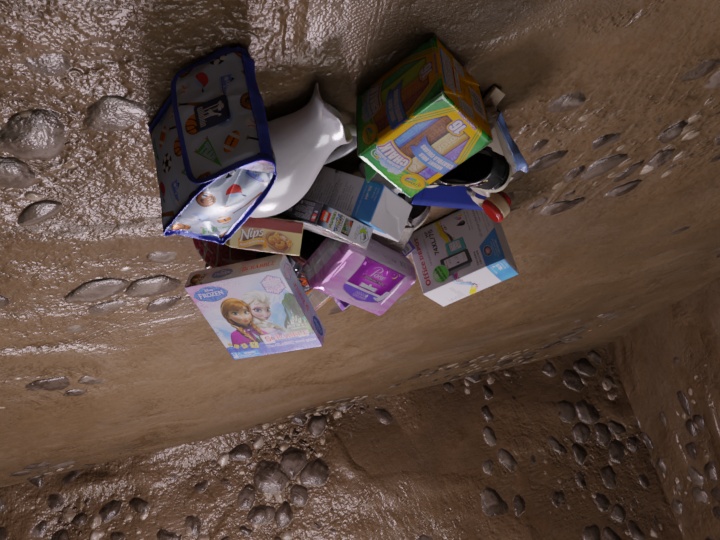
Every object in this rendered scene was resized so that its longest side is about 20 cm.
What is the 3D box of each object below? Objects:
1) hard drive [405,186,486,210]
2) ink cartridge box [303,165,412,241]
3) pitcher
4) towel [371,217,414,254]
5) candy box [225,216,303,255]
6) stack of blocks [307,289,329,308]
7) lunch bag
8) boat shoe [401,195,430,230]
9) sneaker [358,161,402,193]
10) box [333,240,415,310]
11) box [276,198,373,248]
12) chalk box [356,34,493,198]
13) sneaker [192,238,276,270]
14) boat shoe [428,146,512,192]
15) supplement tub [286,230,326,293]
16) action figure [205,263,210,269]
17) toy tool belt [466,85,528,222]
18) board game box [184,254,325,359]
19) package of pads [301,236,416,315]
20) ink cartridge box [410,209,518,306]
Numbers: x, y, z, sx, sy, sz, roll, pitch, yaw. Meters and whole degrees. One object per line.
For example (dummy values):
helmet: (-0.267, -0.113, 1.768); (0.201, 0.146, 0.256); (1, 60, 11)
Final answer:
hard drive: (0.172, -0.177, 1.159); (0.195, 0.025, 0.136); (0, 110, -37)
ink cartridge box: (-0.025, -0.122, 1.118); (0.196, 0.068, 0.115); (22, 179, 31)
pitcher: (-0.095, -0.166, 0.985); (0.198, 0.123, 0.171); (-36, 160, 15)
towel: (0.016, -0.035, 1.292); (0.129, 0.035, 0.203); (8, 134, -17)
candy box: (-0.168, -0.062, 1.101); (0.112, 0.057, 0.200); (6, -177, -16)
stack of blocks: (-0.056, 0.013, 1.453); (0.199, 0.059, 0.115); (-41, 177, 29)
lunch bag: (-0.187, -0.159, 0.847); (0.122, 0.175, 0.198); (4, 153, -42)
boat shoe: (0.044, -0.101, 1.293); (0.195, 0.076, 0.073); (-22, 159, 11)
sneaker: (0.083, -0.180, 1.163); (0.196, 0.076, 0.101); (5, 127, -38)
box: (0.027, 0.009, 1.448); (0.199, 0.039, 0.137); (-40, 177, -7)
box: (-0.077, -0.087, 1.095); (0.108, 0.036, 0.198); (24, 178, -37)
chalk box: (0.070, -0.205, 0.949); (0.198, 0.127, 0.123); (-31, 136, 31)
sneaker: (-0.225, -0.017, 1.232); (0.197, 0.082, 0.074); (31, 164, -25)
boat shoe: (0.130, -0.164, 1.002); (0.197, 0.076, 0.062); (15, 178, 37)
supplement tub: (-0.121, -0.016, 1.330); (0.104, 0.110, 0.201); (-6, 157, -24)
action figure: (-0.206, 0.058, 1.340); (0.106, 0.197, 0.193); (-58, 138, -10)
toy tool belt: (0.228, -0.191, 1.096); (0.123, 0.125, 0.201); (-42, 124, -6)
board game box: (-0.188, 0.072, 1.205); (0.194, 0.042, 0.202); (-11, 129, 19)
package of pads: (0.000, 0.000, 1.230); (0.197, 0.077, 0.120); (24, 121, -41)
ink cartridge box: (0.229, -0.035, 1.491); (0.196, 0.151, 0.145); (-25, 158, 19)
